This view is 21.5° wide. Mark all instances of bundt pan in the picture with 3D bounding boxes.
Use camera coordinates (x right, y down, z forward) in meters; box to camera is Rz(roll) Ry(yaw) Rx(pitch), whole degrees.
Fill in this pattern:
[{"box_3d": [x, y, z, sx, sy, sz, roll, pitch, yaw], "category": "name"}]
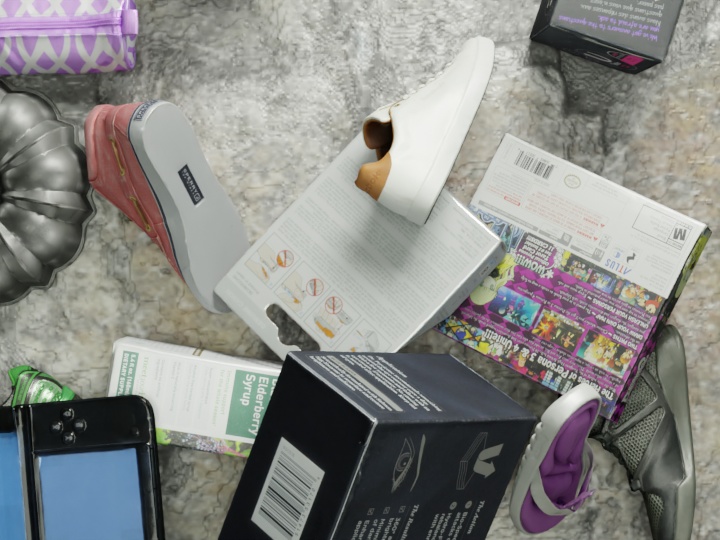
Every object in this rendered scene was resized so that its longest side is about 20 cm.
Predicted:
[{"box_3d": [-0.327, -0.068, 1.611, 0.200, 0.076, 0.204, 0, 90, -1], "category": "bundt pan"}]

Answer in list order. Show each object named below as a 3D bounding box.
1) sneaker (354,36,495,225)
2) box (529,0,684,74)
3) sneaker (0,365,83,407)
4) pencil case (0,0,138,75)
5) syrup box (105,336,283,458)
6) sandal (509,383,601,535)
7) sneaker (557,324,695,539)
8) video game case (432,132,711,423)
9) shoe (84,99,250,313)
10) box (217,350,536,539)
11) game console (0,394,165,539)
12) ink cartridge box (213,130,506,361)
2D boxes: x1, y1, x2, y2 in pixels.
[{"box_3d": [0.053, -0.134, 1.588, 0.084, 0.073, 0.201, 24, 53, 1], "category": "sneaker"}, {"box_3d": [0.228, -0.279, 1.603, 0.105, 0.122, 0.201, 18, 90, -3], "category": "box"}, {"box_3d": [-0.323, 0.168, 1.621, 0.085, 0.078, 0.200, 40, 80, 5], "category": "sneaker"}, {"box_3d": [-0.285, -0.206, 1.606, 0.198, 0.086, 0.085, -3, 85, -3], "category": "pencil case"}, {"box_3d": [-0.114, 0.113, 1.616, 0.198, 0.081, 0.079, 10, 92, -1], "category": "syrup box"}, {"box_3d": [0.168, 0.172, 1.573, 0.082, 0.203, 0.050, -33, 60, -21], "category": "sandal"}, {"box_3d": [0.229, 0.152, 1.633, 0.113, 0.076, 0.201, -7, 88, 0], "category": "sneaker"}, {"box_3d": [0.169, 0.004, 1.607, 0.199, 0.036, 0.182, 26, 89, 24], "category": "video game case"}, {"box_3d": [-0.166, -0.055, 1.623, 0.071, 0.091, 0.201, -42, 122, -34], "category": "shoe"}, {"box_3d": [0.010, 0.177, 1.531, 0.117, 0.199, 0.198, 35, 111, 39], "category": "box"}, {"box_3d": [-0.254, 0.207, 1.521, 0.175, 0.116, 0.202, -5, 88, 10], "category": "game console"}, {"box_3d": [0.000, 0.000, 1.609, 0.160, 0.047, 0.200, 43, 88, 18], "category": "ink cartridge box"}]
